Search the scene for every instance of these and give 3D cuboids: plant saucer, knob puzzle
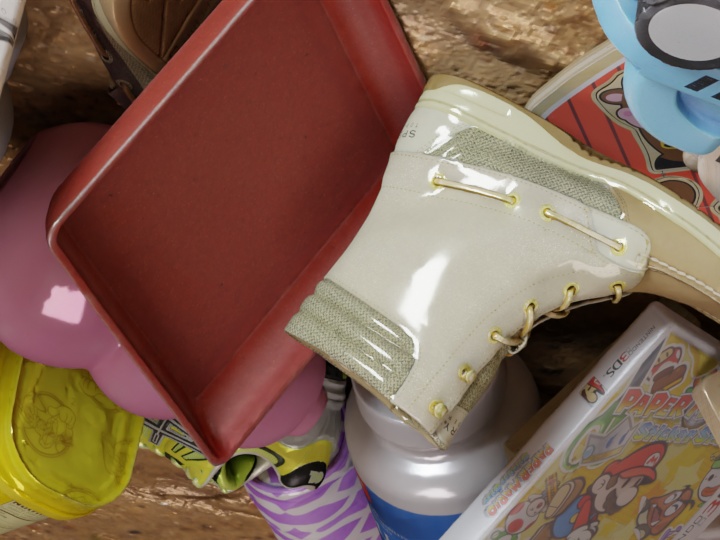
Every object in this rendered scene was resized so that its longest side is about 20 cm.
[{"bbox_3d":[-0.050,-0.039,1.037,0.037,0.200,0.200,29,161,35],"label":"plant saucer"},{"bbox_3d":[0.160,-0.045,1.093,0.218,0.031,0.220,7,147,4],"label":"knob puzzle"}]

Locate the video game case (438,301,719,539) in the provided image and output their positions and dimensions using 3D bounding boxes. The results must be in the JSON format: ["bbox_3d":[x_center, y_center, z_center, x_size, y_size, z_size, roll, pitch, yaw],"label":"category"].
[{"bbox_3d":[0.142,0.114,1.203,0.182,0.023,0.200,-49,145,9],"label":"video game case"}]

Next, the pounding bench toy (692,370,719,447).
[{"bbox_3d":[0.293,0.057,1.117,0.199,0.125,0.156,-23,167,-22],"label":"pounding bench toy"}]

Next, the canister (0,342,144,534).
[{"bbox_3d":[-0.214,0.083,1.269,0.086,0.149,0.199,31,143,-34],"label":"canister"}]

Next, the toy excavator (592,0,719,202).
[{"bbox_3d":[0.171,-0.080,0.978,0.193,0.100,0.200,20,149,-14],"label":"toy excavator"}]

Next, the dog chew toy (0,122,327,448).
[{"bbox_3d":[-0.101,0.016,1.136,0.200,0.125,0.124,36,141,-12],"label":"dog chew toy"}]

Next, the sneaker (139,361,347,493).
[{"bbox_3d":[-0.098,0.086,1.286,0.199,0.077,0.075,-4,168,39],"label":"sneaker"}]

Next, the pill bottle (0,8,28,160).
[{"bbox_3d":[-0.230,-0.056,1.068,0.112,0.113,0.200,20,128,-17],"label":"pill bottle"}]

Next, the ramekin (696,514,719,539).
[{"bbox_3d":[0.252,0.239,1.447,0.201,0.095,0.203,6,147,4],"label":"ramekin"}]

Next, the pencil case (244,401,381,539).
[{"bbox_3d":[-0.019,0.143,1.383,0.085,0.084,0.200,43,165,34],"label":"pencil case"}]

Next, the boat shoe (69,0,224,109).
[{"bbox_3d":[-0.083,-0.098,1.051,0.072,0.072,0.200,25,168,34],"label":"boat shoe"}]

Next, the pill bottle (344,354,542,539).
[{"bbox_3d":[0.051,0.102,1.268,0.111,0.113,0.200,0,145,13],"label":"pill bottle"}]

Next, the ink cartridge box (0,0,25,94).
[{"bbox_3d":[-0.213,-0.124,0.902,0.146,0.201,0.083,30,142,-29],"label":"ink cartridge box"}]

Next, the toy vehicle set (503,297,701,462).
[{"bbox_3d":[0.146,0.114,1.265,0.026,0.124,0.200,40,162,32],"label":"toy vehicle set"}]

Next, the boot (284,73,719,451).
[{"bbox_3d":[0.081,0.020,1.045,0.199,0.155,0.072,30,170,9],"label":"boot"}]
